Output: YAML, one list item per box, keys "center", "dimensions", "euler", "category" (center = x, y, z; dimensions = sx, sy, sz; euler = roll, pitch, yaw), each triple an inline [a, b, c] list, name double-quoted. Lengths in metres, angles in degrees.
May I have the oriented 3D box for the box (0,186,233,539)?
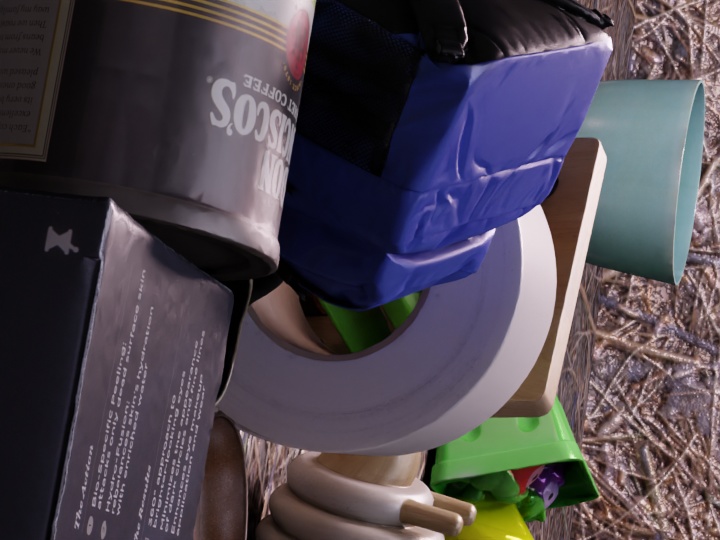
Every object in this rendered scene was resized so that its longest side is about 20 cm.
- center: [-0.140, 0.080, 1.045]
  dimensions: [0.200, 0.117, 0.198]
  euler: [47, 52, -76]
  category: "box"

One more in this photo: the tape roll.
- center: [0.000, 0.000, 1.447]
  dimensions: [0.139, 0.201, 0.204]
  euler: [25, 73, -78]
  category: "tape roll"

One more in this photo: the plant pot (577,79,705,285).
- center: [0.245, -0.096, 2.604]
  dimensions: [0.201, 0.160, 0.202]
  euler: [8, 90, -77]
  category: "plant pot"

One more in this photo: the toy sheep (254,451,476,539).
- center: [-0.006, 0.189, 1.700]
  dimensions: [0.138, 0.137, 0.201]
  euler: [-5, 112, -77]
  category: "toy sheep"

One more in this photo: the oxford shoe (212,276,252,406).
- center: [-0.101, 0.054, 1.206]
  dimensions: [0.075, 0.070, 0.201]
  euler: [59, -42, 45]
  category: "oxford shoe"

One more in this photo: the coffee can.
- center: [-0.090, -0.109, 1.097]
  dimensions: [0.146, 0.145, 0.201]
  euler: [45, 53, -75]
  category: "coffee can"

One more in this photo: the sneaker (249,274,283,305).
- center: [-0.075, -0.018, 1.323]
  dimensions: [0.079, 0.089, 0.201]
  euler: [107, 3, -52]
  category: "sneaker"

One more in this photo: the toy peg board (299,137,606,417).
- center: [0.028, -0.019, 1.616]
  dimensions: [0.098, 0.199, 0.200]
  euler: [60, 37, -47]
  category: "toy peg board"

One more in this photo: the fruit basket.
- center: [0.130, 0.207, 2.339]
  dimensions: [0.216, 0.154, 0.217]
  euler: [-10, 90, -82]
  category: "fruit basket"

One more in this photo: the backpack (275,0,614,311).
- center: [-0.018, -0.088, 1.236]
  dimensions: [0.162, 0.199, 0.169]
  euler: [-10, 129, -61]
  category: "backpack"

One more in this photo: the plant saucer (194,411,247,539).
- center: [-0.103, 0.176, 1.474]
  dimensions: [0.200, 0.032, 0.202]
  euler: [8, 90, -77]
  category: "plant saucer"
